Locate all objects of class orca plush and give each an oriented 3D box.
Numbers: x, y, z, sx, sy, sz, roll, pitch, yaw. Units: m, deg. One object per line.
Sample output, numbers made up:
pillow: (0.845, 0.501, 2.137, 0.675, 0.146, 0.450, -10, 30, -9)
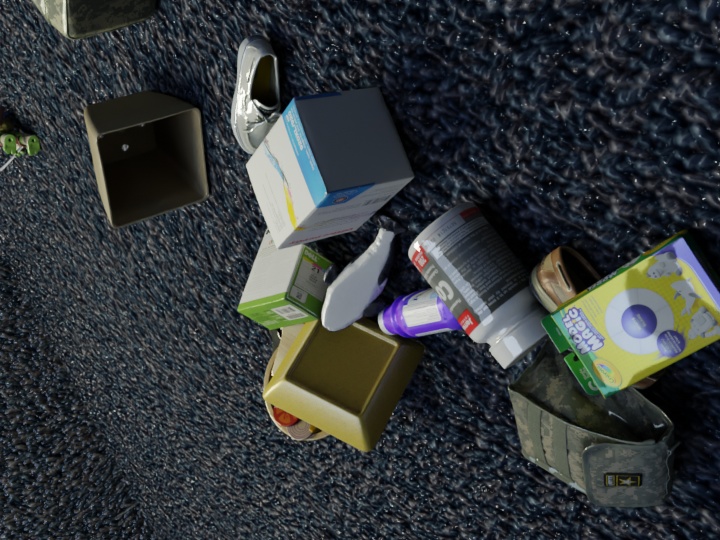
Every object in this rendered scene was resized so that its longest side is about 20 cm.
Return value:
orca plush: (0.000, 0.000, 1.352, 0.104, 0.071, 0.202, 17, 103, -1)

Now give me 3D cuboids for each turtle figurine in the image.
turtle figurine: (-0.945, -0.321, 2.288, 0.193, 0.201, 0.144, 19, 164, 39)

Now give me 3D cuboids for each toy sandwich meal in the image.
toy sandwich meal: (-0.092, 0.183, 1.453, 0.203, 0.070, 0.208, -6, 77, 26)

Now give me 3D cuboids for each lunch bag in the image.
lunch bag: (0.297, 0.206, 1.081, 0.199, 0.118, 0.165, 29, 154, 36)
lunch bag: (-0.474, -0.507, 1.487, 0.167, 0.199, 0.140, 40, 141, 24)

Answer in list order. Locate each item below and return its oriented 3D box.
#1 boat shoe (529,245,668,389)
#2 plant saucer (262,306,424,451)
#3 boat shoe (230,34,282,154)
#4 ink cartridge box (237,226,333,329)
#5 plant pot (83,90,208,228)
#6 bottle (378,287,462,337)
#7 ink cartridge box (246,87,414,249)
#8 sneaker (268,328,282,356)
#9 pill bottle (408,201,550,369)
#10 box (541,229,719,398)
boat shoe: (0.288, 0.053, 1.040, 0.200, 0.075, 0.074, 46, 141, 17)
plant saucer: (-0.027, 0.151, 1.359, 0.198, 0.201, 0.049, 24, 154, 16)
boat shoe: (-0.153, -0.260, 1.367, 0.086, 0.074, 0.204, 52, 143, 42)
ink cartridge box: (-0.110, -0.015, 1.445, 0.075, 0.202, 0.147, 33, 152, -30)
plant pot: (-0.424, -0.232, 1.651, 0.177, 0.198, 0.202, 43, 144, 41)
bottle: (0.099, 0.060, 1.278, 0.199, 0.083, 0.066, -18, 94, 56)
ink cartridge box: (-0.050, -0.143, 1.240, 0.200, 0.146, 0.146, -39, 70, 56)
sneaker: (-0.134, 0.118, 1.566, 0.091, 0.075, 0.201, 91, 162, -46)
pill bottle: (0.163, 0.021, 1.133, 0.201, 0.113, 0.114, 53, 146, 14)
box: (0.307, 0.057, 0.970, 0.199, 0.048, 0.118, -37, 85, 31)
